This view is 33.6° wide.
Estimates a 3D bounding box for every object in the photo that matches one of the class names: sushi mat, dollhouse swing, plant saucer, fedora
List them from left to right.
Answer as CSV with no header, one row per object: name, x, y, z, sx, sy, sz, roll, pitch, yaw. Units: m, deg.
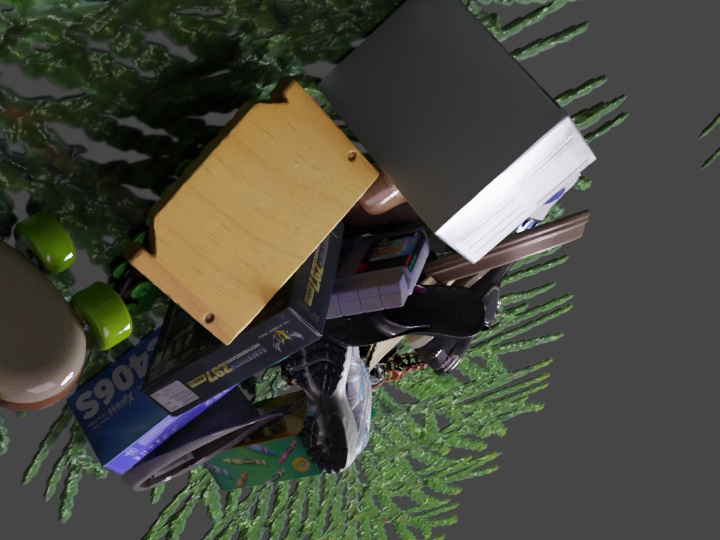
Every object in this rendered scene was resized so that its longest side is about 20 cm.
fedora,-0.194,0.169,1.354,0.200,0.091,0.177,-32,169,22
dollhouse swing,-0.117,-0.067,1.067,0.200,0.176,0.182,-48,128,-5
sushi mat,0.068,0.041,1.415,0.200,0.012,0.096,-40,159,-46
plant saucer,0.164,-0.025,1.335,0.199,0.030,0.200,-19,180,0

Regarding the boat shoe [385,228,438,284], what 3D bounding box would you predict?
boat shoe,0.057,-0.005,1.444,0.075,0.075,0.203,-44,162,-17

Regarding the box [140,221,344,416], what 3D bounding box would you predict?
box,-0.111,0.035,1.138,0.199,0.158,0.051,-29,123,29

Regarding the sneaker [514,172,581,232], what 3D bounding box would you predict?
sneaker,0.196,-0.111,1.435,0.115,0.081,0.199,-49,157,13

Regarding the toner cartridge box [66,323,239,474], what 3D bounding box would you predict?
toner cartridge box,-0.208,0.118,1.275,0.200,0.095,0.043,-38,153,0

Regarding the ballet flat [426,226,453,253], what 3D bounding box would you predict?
ballet flat,0.108,-0.049,1.360,0.075,0.068,0.200,-37,-179,0

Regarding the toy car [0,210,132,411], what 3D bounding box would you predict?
toy car,-0.311,0.074,1.039,0.164,0.158,0.200,-34,167,-29

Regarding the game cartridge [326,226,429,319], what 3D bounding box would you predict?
game cartridge,0.000,0.000,1.233,0.129,0.039,0.200,-14,-165,15

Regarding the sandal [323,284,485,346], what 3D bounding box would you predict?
sandal,0.048,0.039,1.282,0.199,0.076,0.048,-2,166,-23

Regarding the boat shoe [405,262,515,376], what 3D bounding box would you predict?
boat shoe,0.135,0.041,1.438,0.200,0.068,0.072,-48,-170,-27

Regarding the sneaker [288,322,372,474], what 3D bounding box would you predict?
sneaker,-0.027,0.119,1.336,0.086,0.077,0.201,-21,113,-58

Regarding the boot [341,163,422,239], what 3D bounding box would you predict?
boot,-0.006,-0.065,1.285,0.166,0.073,0.200,-24,169,12

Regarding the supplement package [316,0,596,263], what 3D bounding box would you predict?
supplement package,0.087,-0.139,1.106,0.156,0.200,0.111,-41,153,9

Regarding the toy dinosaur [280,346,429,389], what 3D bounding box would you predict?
toy dinosaur,0.001,0.106,1.497,0.199,0.102,0.136,-20,151,-16

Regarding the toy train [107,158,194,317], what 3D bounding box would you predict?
toy train,-0.183,-0.029,1.134,0.056,0.042,0.200,-15,147,-56

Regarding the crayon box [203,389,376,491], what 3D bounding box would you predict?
crayon box,-0.090,0.201,1.451,0.199,0.058,0.119,-19,-163,45
